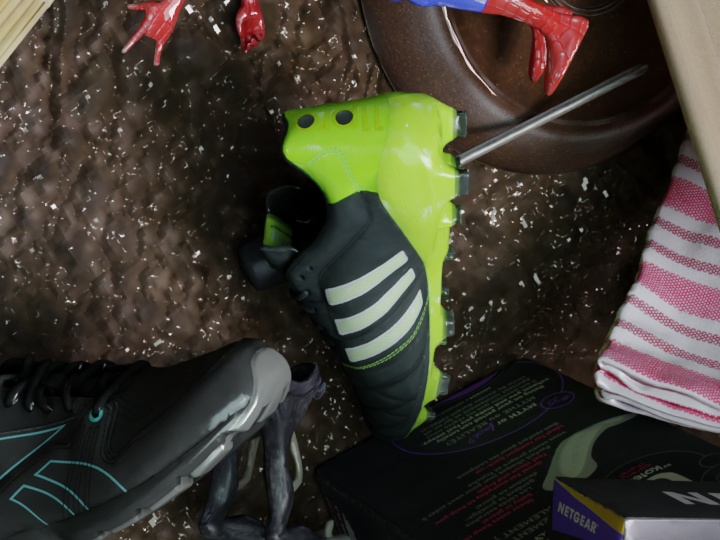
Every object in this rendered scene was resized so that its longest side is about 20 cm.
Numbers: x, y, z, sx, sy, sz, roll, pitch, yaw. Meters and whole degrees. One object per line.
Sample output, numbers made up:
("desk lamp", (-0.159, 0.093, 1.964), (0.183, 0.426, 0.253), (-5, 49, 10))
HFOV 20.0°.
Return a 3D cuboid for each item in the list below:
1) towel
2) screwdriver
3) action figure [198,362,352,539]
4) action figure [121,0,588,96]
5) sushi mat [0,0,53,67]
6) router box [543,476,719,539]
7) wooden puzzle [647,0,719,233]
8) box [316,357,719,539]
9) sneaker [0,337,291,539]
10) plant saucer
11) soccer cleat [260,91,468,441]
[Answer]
("towel", (0.193, -0.007, 0.878), (0.030, 0.145, 0.201), (78, 29, -45))
("screwdriver", (0.037, -0.044, 0.886), (0.199, 0.029, 0.028), (-26, 79, -10))
("action figure", (-0.038, 0.146, 0.860), (0.102, 0.119, 0.201), (-19, 99, -31))
("action figure", (-0.018, -0.107, 0.831), (0.199, 0.065, 0.099), (27, 98, -9))
("sushi mat", (-0.189, -0.077, 0.743), (0.096, 0.012, 0.200), (49, 49, -23))
("router box", (0.154, 0.161, 0.758), (0.199, 0.052, 0.158), (4, 99, -26))
("wooden puzzle", (0.223, -0.080, 0.876), (0.199, 0.037, 0.186), (-5, 63, -14))
("box", (0.084, 0.128, 0.861), (0.122, 0.200, 0.107), (-27, 110, -17))
("sneaker", (-0.116, 0.068, 0.783), (0.199, 0.075, 0.080), (-30, 92, 26))
("plant saucer", (0.095, -0.140, 0.906), (0.199, 0.034, 0.202), (-6, 104, -25))
("soccer cleat", (0.000, 0.000, 0.843), (0.080, 0.068, 0.201), (1, 140, 0))
